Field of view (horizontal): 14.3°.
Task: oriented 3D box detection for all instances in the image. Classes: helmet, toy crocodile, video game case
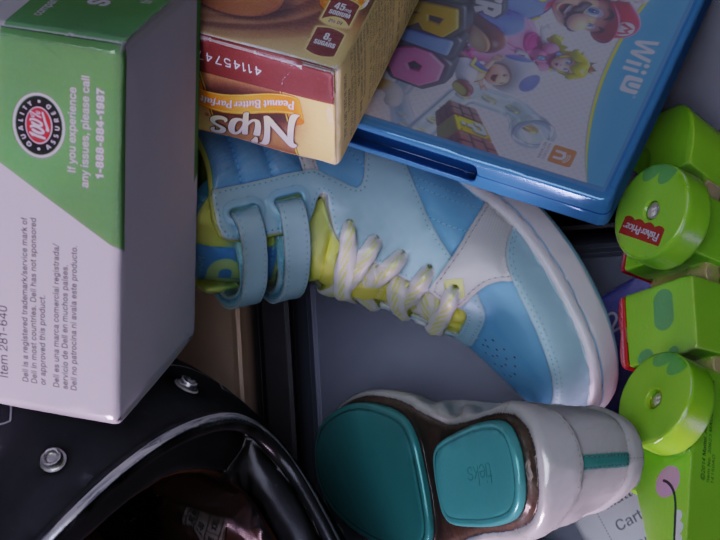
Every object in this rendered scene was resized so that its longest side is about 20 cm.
[{"bbox_3d":[-0.102,0.122,1.114,0.200,0.200,0.191,-38,98,11],"label":"helmet"},{"bbox_3d":[0.125,0.028,1.098,0.062,0.067,0.201,-22,58,44],"label":"toy crocodile"},{"bbox_3d":[0.026,-0.099,1.130,0.199,0.018,0.143,18,49,12],"label":"video game case"}]

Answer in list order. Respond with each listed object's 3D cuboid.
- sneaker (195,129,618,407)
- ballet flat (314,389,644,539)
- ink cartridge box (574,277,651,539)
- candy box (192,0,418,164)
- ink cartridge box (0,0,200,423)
[{"bbox_3d":[0.000,0.000,1.125,0.130,0.080,0.200,-31,70,-28],"label":"sneaker"},{"bbox_3d":[0.047,0.077,1.112,0.069,0.200,0.070,2,86,-23],"label":"ballet flat"},{"bbox_3d":[0.181,0.073,1.130,0.199,0.041,0.201,-31,83,12],"label":"ink cartridge box"},{"bbox_3d":[-0.028,-0.139,1.111,0.115,0.055,0.201,15,51,12],"label":"candy box"},{"bbox_3d":[-0.164,-0.040,1.038,0.199,0.084,0.146,9,115,14],"label":"ink cartridge box"}]
